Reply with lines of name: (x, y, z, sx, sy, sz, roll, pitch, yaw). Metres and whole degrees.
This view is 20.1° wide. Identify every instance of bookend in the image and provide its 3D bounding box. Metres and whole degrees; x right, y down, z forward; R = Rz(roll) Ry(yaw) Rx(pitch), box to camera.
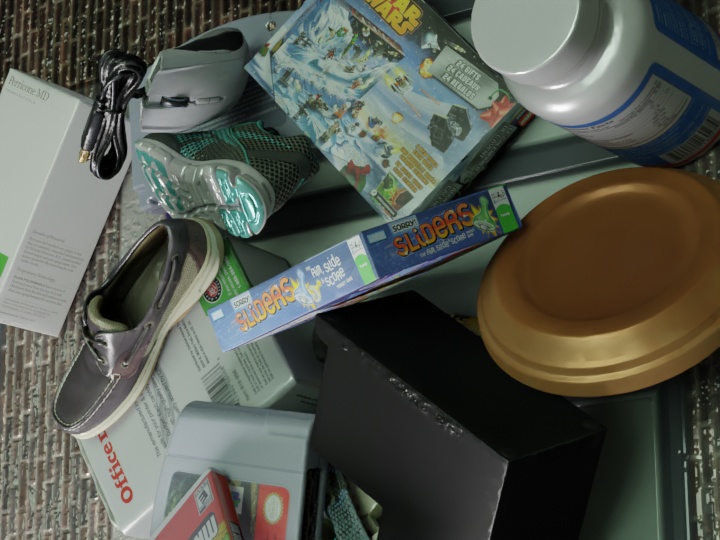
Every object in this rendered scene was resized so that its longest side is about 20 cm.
bookend: (0.049, 0.152, 1.383, 0.199, 0.092, 0.200, 35, 126, 40)

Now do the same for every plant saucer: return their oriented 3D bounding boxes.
plant saucer: (0.168, -0.002, 1.350, 0.200, 0.038, 0.200, -17, 39, 14)

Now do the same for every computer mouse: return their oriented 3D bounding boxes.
computer mouse: (-0.136, -0.137, 1.549, 0.044, 0.200, 0.110, 31, 123, 20)

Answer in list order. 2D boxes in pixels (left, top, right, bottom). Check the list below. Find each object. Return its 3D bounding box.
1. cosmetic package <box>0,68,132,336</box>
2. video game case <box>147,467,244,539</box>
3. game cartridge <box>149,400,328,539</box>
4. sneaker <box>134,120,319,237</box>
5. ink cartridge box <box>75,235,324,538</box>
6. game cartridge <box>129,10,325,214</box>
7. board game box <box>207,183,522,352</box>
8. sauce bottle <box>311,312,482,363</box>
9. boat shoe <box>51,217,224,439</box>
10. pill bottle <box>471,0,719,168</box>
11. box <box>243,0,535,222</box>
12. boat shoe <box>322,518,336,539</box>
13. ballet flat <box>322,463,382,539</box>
cosmetic package: (-0.278, -0.058, 1.737, 0.107, 0.085, 0.200, 24, 94, 41)
video game case: (-0.122, 0.247, 1.396, 0.143, 0.017, 0.200, -50, 32, 18)
game cartridge: (-0.091, 0.198, 1.472, 0.133, 0.041, 0.201, 3, 87, 35)
sneaker: (-0.102, -0.080, 1.583, 0.091, 0.078, 0.200, -35, 30, -24)
ink cartridge box: (-0.123, 0.096, 1.578, 0.200, 0.083, 0.147, -41, 57, 21)
game cartridge: (-0.105, -0.134, 1.658, 0.200, 0.040, 0.134, -17, 72, 33)
board game box: (0.000, 0.000, 1.412, 0.200, 0.135, 0.035, -26, 85, 51)
sauce bottle: (0.052, 0.061, 1.467, 0.200, 0.065, 0.065, 5, 81, 38)
boat shoe: (-0.182, 0.040, 1.542, 0.200, 0.065, 0.072, -52, 54, 14)
pill bottle: (0.161, -0.143, 1.351, 0.112, 0.200, 0.113, -11, 71, 34)
box: (0.021, -0.137, 1.535, 0.137, 0.040, 0.200, -46, 62, 9)
boat shoe: (-0.069, 0.276, 1.502, 0.073, 0.063, 0.201, 31, 97, 38)
ballet flat: (0.010, 0.179, 1.468, 0.074, 0.074, 0.200, -41, 59, 22)
